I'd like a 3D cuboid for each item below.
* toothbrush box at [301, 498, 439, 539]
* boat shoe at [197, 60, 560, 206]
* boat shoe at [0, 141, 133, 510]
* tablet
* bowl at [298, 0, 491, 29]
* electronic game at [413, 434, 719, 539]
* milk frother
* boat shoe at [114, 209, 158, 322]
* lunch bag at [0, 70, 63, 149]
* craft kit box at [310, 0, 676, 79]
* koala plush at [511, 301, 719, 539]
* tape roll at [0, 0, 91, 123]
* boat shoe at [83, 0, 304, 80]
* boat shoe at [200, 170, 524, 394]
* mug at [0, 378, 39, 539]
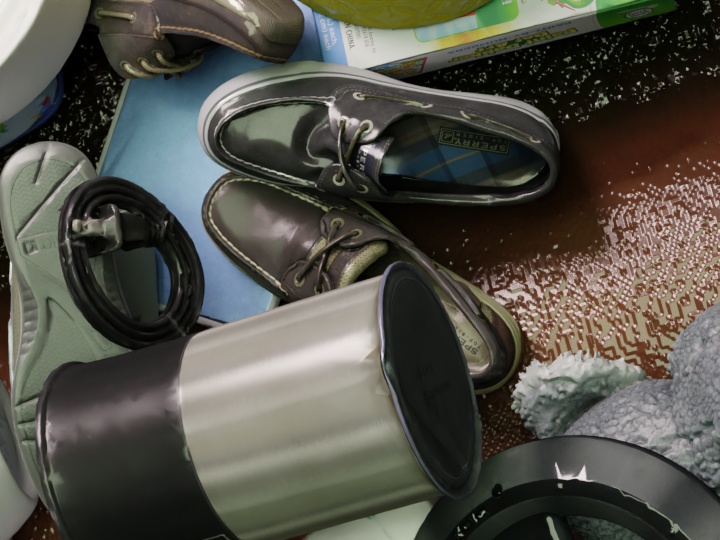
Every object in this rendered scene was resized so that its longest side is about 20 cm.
[{"bbox_3d":[0.036,0.223,1.253,0.146,0.086,0.200,-43,77,6],"label":"toothbrush box"},{"bbox_3d":[0.012,-0.065,1.270,0.199,0.066,0.070,8,110,-8],"label":"boat shoe"},{"bbox_3d":[-0.155,0.034,1.264,0.074,0.065,0.203,-11,87,-4],"label":"boat shoe"},{"bbox_3d":[-0.083,-0.071,1.351,0.130,0.014,0.201,17,87,15],"label":"tablet"},{"bbox_3d":[0.014,-0.238,1.249,0.199,0.108,0.201,-2,81,10],"label":"bowl"},{"bbox_3d":[0.111,0.181,1.161,0.199,0.042,0.201,2,95,24],"label":"electronic game"},{"bbox_3d":[-0.053,0.033,1.162,0.188,0.180,0.201,-17,92,18],"label":"milk frother"},{"bbox_3d":[-0.156,0.065,1.327,0.071,0.070,0.202,-1,88,27],"label":"boat shoe"},{"bbox_3d":[-0.271,-0.148,1.368,0.160,0.082,0.200,-30,78,9],"label":"lunch bag"},{"bbox_3d":[0.058,-0.219,1.313,0.197,0.049,0.201,-13,80,11],"label":"craft kit box"},{"bbox_3d":[0.182,0.087,1.202,0.200,0.184,0.178,-23,78,22],"label":"koala plush"},{"bbox_3d":[-0.249,-0.172,1.292,0.202,0.071,0.203,-2,80,11],"label":"tape roll"},{"bbox_3d":[-0.106,-0.140,1.316,0.200,0.074,0.074,27,104,45],"label":"boat shoe"},{"bbox_3d":[0.000,0.000,1.290,0.200,0.065,0.073,28,89,8],"label":"boat shoe"},{"bbox_3d":[-0.266,0.142,1.315,0.175,0.148,0.200,-21,110,3],"label":"mug"}]
